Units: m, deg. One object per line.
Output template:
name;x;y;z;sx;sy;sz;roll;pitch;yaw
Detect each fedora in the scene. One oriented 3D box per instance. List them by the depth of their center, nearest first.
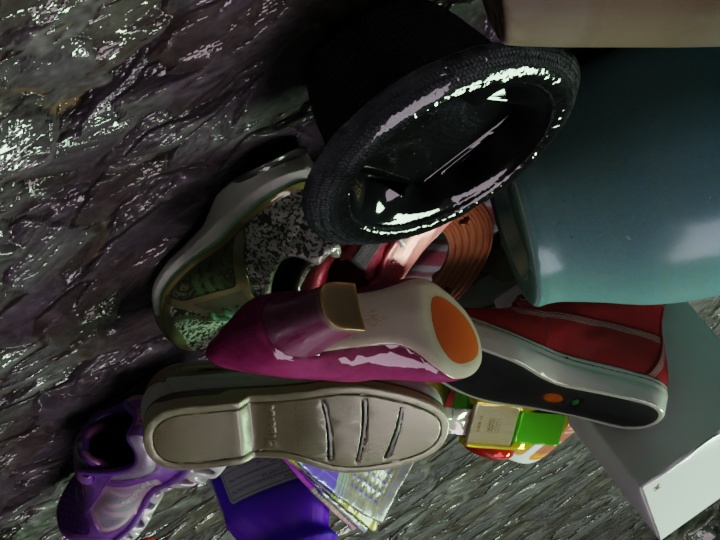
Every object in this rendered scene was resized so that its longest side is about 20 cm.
fedora;0.032;-0.100;1.213;0.200;0.092;0.201;-28;160;-11

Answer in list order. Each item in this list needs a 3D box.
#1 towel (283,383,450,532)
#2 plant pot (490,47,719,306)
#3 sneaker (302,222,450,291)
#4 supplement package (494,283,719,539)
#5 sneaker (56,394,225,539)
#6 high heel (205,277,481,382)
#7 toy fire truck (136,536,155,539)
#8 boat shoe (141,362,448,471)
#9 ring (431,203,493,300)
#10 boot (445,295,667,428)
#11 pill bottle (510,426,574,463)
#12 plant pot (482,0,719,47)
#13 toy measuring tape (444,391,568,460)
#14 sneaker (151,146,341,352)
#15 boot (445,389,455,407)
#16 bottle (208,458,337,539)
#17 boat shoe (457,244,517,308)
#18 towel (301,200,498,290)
towel;0.002;0.098;1.499;0.144;0.023;0.200;-59;148;-14
plant pot;0.188;-0.063;1.434;0.188;0.200;0.200;-15;160;-4
sneaker;0.024;-0.031;1.325;0.200;0.074;0.087;-58;179;26
supplement package;0.215;0.084;1.609;0.121;0.200;0.120;-34;149;-4
sneaker;-0.180;0.142;1.523;0.088;0.081;0.200;8;147;-37
high heel;-0.005;0.044;1.309;0.096;0.068;0.200;-21;155;31
toy fire truck;-0.261;0.259;1.622;0.141;0.049;0.200;-13;176;-44
boat shoe;-0.043;0.086;1.361;0.199;0.068;0.075;2;123;-9
ring;0.000;0.000;1.463;0.200;0.019;0.201;-17;147;-11
boot;0.132;0.024;1.513;0.200;0.145;0.072;14;151;-14
pill bottle;0.193;0.080;1.901;0.200;0.112;0.112;-42;159;27
plant pot;0.141;-0.191;1.049;0.173;0.200;0.200;-15;161;-1
toy measuring tape;0.072;0.103;1.550;0.200;0.074;0.074;7;141;-34
sneaker;-0.071;0.010;1.331;0.077;0.089;0.200;-19;158;-35
boot;0.047;0.077;1.745;0.200;0.144;0.073;-107;-146;-78
bottle;-0.066;0.166;1.548;0.083;0.200;0.065;-20;159;-10
boat shoe;0.120;0.018;1.692;0.200;0.068;0.075;-17;153;-33
towel;0.016;-0.006;1.536;0.200;0.030;0.146;-42;157;24
